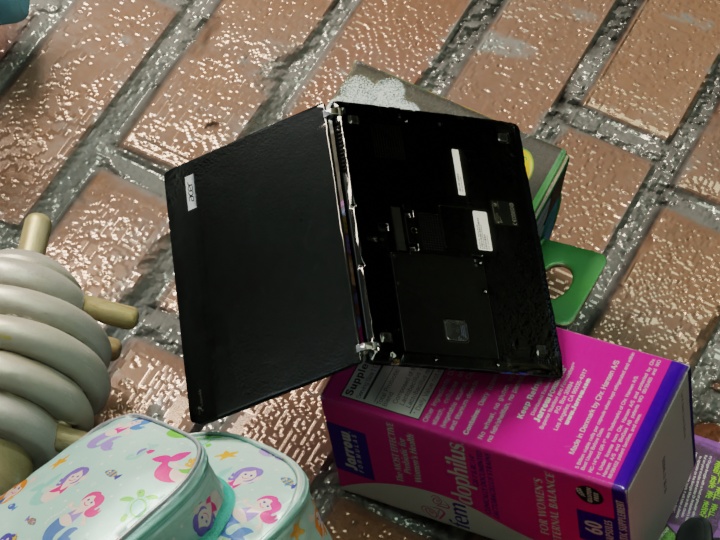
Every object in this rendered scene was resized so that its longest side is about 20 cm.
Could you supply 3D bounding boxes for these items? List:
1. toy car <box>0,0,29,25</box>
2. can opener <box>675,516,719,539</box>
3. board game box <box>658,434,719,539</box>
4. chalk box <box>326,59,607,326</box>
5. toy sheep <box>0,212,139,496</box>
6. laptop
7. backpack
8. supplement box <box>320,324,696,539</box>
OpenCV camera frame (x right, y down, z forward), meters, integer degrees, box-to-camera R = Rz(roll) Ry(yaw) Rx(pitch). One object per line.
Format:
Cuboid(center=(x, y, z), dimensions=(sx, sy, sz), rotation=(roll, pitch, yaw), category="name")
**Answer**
Cuboid(center=(-0.311, -0.118, 1.679), dimensions=(0.184, 0.177, 0.201), rotation=(-9, 84, 4), category="toy car")
Cuboid(center=(0.202, 0.233, 1.480), dimensions=(0.078, 0.063, 0.200), rotation=(-14, 43, 17), category="can opener")
Cuboid(center=(0.167, 0.182, 1.560), dimensions=(0.120, 0.032, 0.200), rotation=(16, 55, 11), category="board game box")
Cuboid(center=(0.053, -0.019, 1.636), dimensions=(0.199, 0.124, 0.125), rotation=(25, 55, 11), category="chalk box")
Cuboid(center=(-0.209, 0.057, 1.554), dimensions=(0.137, 0.138, 0.201), rotation=(7, 58, 0), category="toy sheep")
Cuboid(center=(0.000, 0.000, 1.537), dimensions=(0.199, 0.103, 0.178), rotation=(5, 59, -24), category="laptop")
Cuboid(center=(-0.116, 0.169, 1.445), dimensions=(0.200, 0.151, 0.177), rotation=(-29, 24, -24), category="backpack")
Cuboid(center=(0.089, 0.095, 1.547), dimensions=(0.199, 0.101, 0.104), rotation=(17, 55, 23), category="supplement box")
